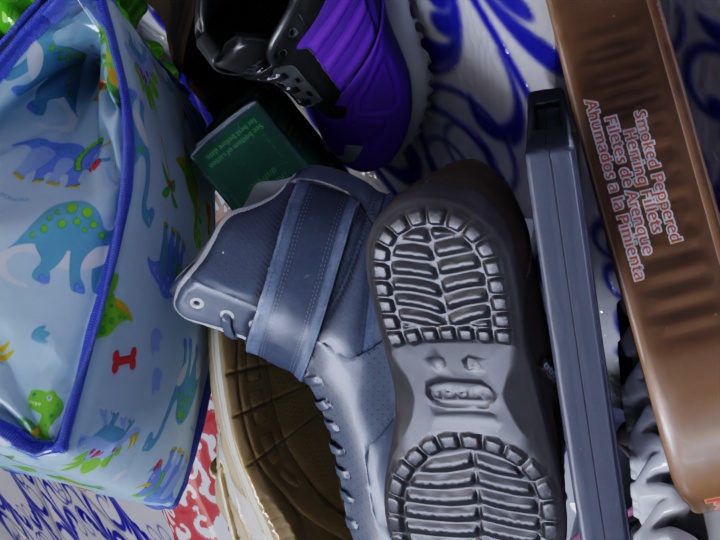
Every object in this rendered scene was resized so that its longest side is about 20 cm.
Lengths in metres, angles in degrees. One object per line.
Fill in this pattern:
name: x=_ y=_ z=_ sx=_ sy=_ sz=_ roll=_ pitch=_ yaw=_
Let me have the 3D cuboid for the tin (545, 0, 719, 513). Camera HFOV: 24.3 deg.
tin: x=0.098 y=-0.019 z=0.558 sx=0.112 sy=0.041 sz=0.202 roll=29 pitch=-133 yaw=-73

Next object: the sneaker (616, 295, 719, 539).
sneaker: x=0.137 y=0.068 z=0.624 sx=0.075 sy=0.080 sz=0.202 roll=56 pitch=-151 yaw=-68

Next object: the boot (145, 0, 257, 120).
boot: x=-0.082 y=-0.146 z=0.794 sx=0.097 sy=0.074 sz=0.200 roll=51 pitch=166 yaw=10

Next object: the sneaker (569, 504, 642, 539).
sneaker: x=0.156 y=0.147 z=0.647 sx=0.198 sy=0.096 sz=0.080 roll=-2 pitch=128 yaw=31

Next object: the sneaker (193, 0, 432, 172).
sneaker: x=-0.027 y=-0.106 z=0.718 sx=0.070 sy=0.099 sz=0.201 roll=42 pitch=155 yaw=30

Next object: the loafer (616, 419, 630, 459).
loafer: x=0.161 y=0.125 z=0.733 sx=0.072 sy=0.063 sz=0.201 roll=13 pitch=134 yaw=55

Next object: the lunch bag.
lunch bag: x=-0.128 y=-0.010 z=0.750 sx=0.126 sy=0.202 sz=0.170 roll=13 pitch=168 yaw=12

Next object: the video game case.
video game case: x=0.077 y=0.015 z=0.599 sx=0.200 sy=0.019 sz=0.145 roll=-65 pitch=-34 yaw=-78

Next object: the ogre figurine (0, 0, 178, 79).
ogre figurine: x=-0.169 y=-0.135 z=0.977 sx=0.119 sy=0.099 sz=0.200 roll=33 pitch=-178 yaw=11

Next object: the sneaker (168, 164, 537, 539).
sneaker: x=-0.017 y=0.054 z=0.723 sx=0.145 sy=0.077 sz=0.204 roll=15 pitch=109 yaw=2

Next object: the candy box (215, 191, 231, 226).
candy box: x=-0.135 y=-0.014 z=1.047 sx=0.056 sy=0.115 sz=0.200 roll=54 pitch=158 yaw=-7

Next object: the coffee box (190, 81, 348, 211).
coffee box: x=0.000 y=0.000 z=0.808 sx=0.201 sy=0.044 sz=0.123 roll=52 pitch=-172 yaw=-9

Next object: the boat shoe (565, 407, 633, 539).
boat shoe: x=0.101 y=0.123 z=0.837 sx=0.065 sy=0.073 sz=0.201 roll=36 pitch=151 yaw=26

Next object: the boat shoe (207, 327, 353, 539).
boat shoe: x=-0.039 y=0.100 z=0.786 sx=0.069 sy=0.073 sz=0.202 roll=-13 pitch=92 yaw=52

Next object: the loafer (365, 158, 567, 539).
loafer: x=0.050 y=0.045 z=0.638 sx=0.072 sy=0.071 sz=0.202 roll=7 pitch=126 yaw=17

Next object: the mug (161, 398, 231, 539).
mug: x=-0.067 y=0.134 z=1.167 sx=0.134 sy=0.176 sz=0.202 roll=-86 pitch=-25 yaw=-66
